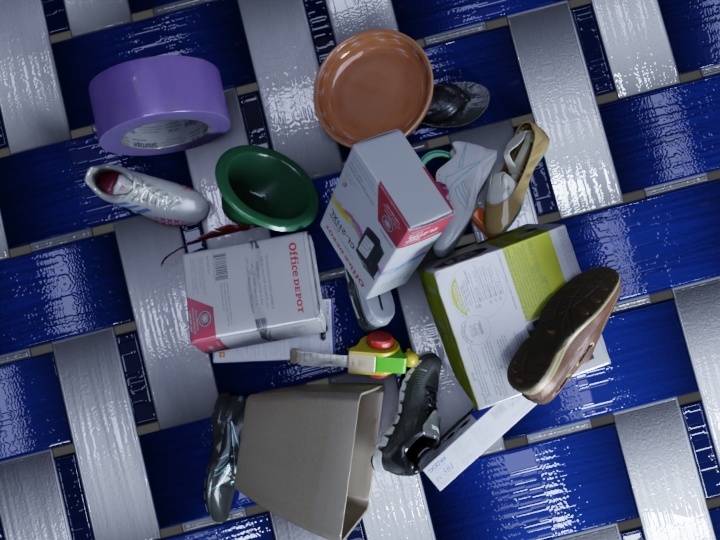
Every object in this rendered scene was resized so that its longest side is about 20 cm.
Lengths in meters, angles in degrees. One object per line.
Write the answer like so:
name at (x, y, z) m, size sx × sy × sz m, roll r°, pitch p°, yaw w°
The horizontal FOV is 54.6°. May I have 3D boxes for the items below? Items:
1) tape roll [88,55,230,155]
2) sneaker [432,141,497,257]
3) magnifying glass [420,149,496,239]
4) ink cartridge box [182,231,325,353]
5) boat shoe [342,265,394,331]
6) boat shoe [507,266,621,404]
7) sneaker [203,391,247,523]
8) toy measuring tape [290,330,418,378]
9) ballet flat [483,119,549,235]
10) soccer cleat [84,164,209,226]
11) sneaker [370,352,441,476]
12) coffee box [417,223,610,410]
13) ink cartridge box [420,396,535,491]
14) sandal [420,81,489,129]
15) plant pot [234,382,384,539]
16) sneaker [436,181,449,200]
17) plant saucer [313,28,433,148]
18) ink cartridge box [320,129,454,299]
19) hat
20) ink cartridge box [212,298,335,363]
tape roll at (-0.304, -0.246, 1.063) m, size 0.198 × 0.200 × 0.086 m, roll -13°, pitch 85°, yaw 1°
sneaker at (0.145, -0.113, 1.088) m, size 0.080 × 0.071 × 0.202 m, roll 23°, pitch 70°, yaw 3°
magnifying glass at (0.169, -0.113, 1.136) m, size 0.080 × 0.022 × 0.200 m, roll -43°, pitch 85°, yaw -2°
ink cartridge box at (-0.160, 0.035, 1.072) m, size 0.198 × 0.085 × 0.147 m, roll -11°, pitch 71°, yaw 1°
boat shoe at (0.000, 0.000, 1.104) m, size 0.071 × 0.071 × 0.202 m, roll 8°, pitch 61°, yaw -31°
boat shoe at (0.269, 0.084, 0.899) m, size 0.201 × 0.072 × 0.068 m, roll -52°, pitch 126°, yaw -6°
sneaker at (-0.198, 0.295, 1.092) m, size 0.078 × 0.075 × 0.202 m, roll 6°, pitch 87°, yaw -1°
toy measuring tape at (-0.009, 0.128, 1.090) m, size 0.198 × 0.074 × 0.074 m, roll 4°, pitch 87°, yaw 0°
ballet flat at (0.233, -0.151, 1.095) m, size 0.063 × 0.068 × 0.201 m, roll 43°, pitch 65°, yaw -35°
soccer cleat at (-0.344, -0.119, 1.113) m, size 0.198 × 0.086 × 0.071 m, roll 15°, pitch 87°, yaw 2°
sneaker at (0.094, 0.225, 1.068) m, size 0.090 × 0.066 × 0.201 m, roll 10°, pitch 68°, yaw 45°
coffee box at (0.212, 0.058, 1.024) m, size 0.196 × 0.200 × 0.202 m, roll -20°, pitch 93°, yaw 0°
ink cartridge box at (0.179, 0.247, 1.076) m, size 0.200 × 0.094 × 0.044 m, roll -41°, pitch 87°, yaw -2°
sandal at (0.113, -0.269, 1.130) m, size 0.198 × 0.048 × 0.076 m, roll -4°, pitch 86°, yaw 2°
plant pot at (-0.077, 0.264, 1.041) m, size 0.175 × 0.200 × 0.202 m, roll 6°, pitch 86°, yaw 13°
sneaker at (0.078, -0.088, 1.061) m, size 0.073 × 0.200 × 0.088 m, roll -10°, pitch 102°, yaw -22°
plant saucer at (0.022, -0.286, 1.120) m, size 0.198 × 0.037 × 0.203 m, roll -3°, pitch 80°, yaw 17°
ink cartridge box at (0.030, -0.072, 0.985) m, size 0.082 × 0.200 × 0.146 m, roll -23°, pitch 70°, yaw -28°
hat at (-0.191, -0.088, 1.137) m, size 0.198 × 0.176 × 0.167 m, roll 19°, pitch 47°, yaw -21°
ink cartridge box at (-0.139, 0.096, 1.122) m, size 0.198 × 0.037 × 0.096 m, roll -3°, pitch 86°, yaw 4°
